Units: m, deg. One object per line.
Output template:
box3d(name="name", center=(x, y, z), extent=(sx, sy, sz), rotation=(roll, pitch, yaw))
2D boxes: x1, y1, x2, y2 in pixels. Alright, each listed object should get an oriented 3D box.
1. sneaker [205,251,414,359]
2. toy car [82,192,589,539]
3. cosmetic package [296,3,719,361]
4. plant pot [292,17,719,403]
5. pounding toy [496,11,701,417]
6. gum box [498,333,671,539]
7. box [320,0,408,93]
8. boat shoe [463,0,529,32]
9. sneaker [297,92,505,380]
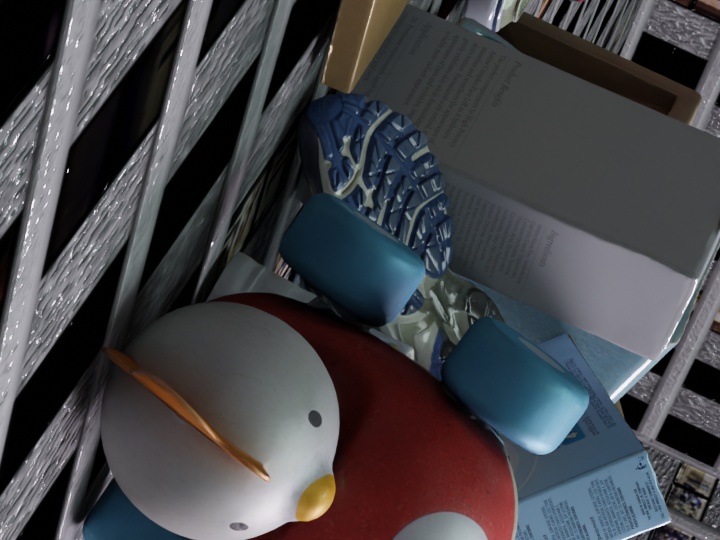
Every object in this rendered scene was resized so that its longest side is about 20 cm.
box3d(name="sneaker", center=(-0.039, 0.092, 1.274), extent=(0.074, 0.115, 0.200), rotation=(-61, 175, -46))
box3d(name="toy car", center=(-0.034, 0.074, 1.091), extent=(0.185, 0.177, 0.200), rotation=(-54, 162, 5))
box3d(name="cosmetic package", center=(0.082, -0.046, 1.343), extent=(0.102, 0.199, 0.074), rotation=(-59, 172, -41))
box3d(name="plant pot", center=(0.062, 0.014, 1.534), extent=(0.200, 0.196, 0.196), rotation=(-53, 180, 29))
box3d(name="pounding toy", center=(0.122, -0.037, 1.728), extent=(0.184, 0.199, 0.142), rotation=(-57, 171, -49))
box3d(name="gum box", center=(0.036, 0.113, 1.341), extent=(0.170, 0.199, 0.045), rotation=(-117, -174, -70))
box3d(name="box", center=(0.036, -0.197, 1.196), extent=(0.164, 0.021, 0.200), rotation=(-60, 172, -38))
box3d(name="boat shoe", center=(0.125, -0.222, 1.665), extent=(0.200, 0.062, 0.072), rotation=(-61, 173, -27))
box3d(name="sneaker", center=(0.000, 0.000, 1.304), extent=(0.077, 0.085, 0.200), rotation=(-55, 136, -37))
